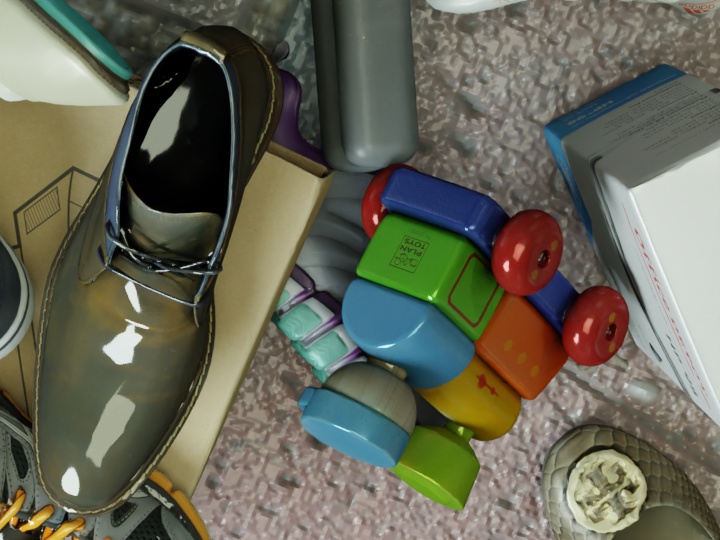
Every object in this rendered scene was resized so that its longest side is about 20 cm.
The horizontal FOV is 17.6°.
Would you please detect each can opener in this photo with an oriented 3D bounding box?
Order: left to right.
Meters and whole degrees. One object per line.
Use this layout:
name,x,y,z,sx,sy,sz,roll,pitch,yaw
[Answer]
can opener,0.014,-0.142,0.964,0.067,0.053,0.201,-4,89,-20

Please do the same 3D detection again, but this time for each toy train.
toy train,0.053,0.050,0.968,0.116,0.084,0.200,-61,143,-11

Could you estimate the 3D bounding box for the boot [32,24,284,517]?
boot,-0.086,-0.002,0.880,0.074,0.097,0.201,17,89,4

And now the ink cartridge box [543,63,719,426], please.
ink cartridge box,0.144,-0.008,0.951,0.067,0.200,0.116,-25,104,-2

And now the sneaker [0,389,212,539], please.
sneaker,-0.143,0.097,0.945,0.200,0.077,0.078,35,107,-2

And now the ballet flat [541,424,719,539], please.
ballet flat,0.151,0.154,1.065,0.067,0.046,0.200,-34,104,-1

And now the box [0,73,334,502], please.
box,-0.122,0.013,0.970,0.163,0.021,0.201,26,107,4

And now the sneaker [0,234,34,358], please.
sneaker,-0.212,-0.045,0.918,0.200,0.079,0.078,40,87,14

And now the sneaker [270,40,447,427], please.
sneaker,0.000,0.000,0.999,0.087,0.074,0.200,-41,104,-4

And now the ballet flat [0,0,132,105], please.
ballet flat,-0.155,-0.108,0.905,0.069,0.200,0.070,-22,138,-21

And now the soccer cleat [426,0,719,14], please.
soccer cleat,0.116,-0.137,0.974,0.200,0.069,0.085,-28,124,-22
